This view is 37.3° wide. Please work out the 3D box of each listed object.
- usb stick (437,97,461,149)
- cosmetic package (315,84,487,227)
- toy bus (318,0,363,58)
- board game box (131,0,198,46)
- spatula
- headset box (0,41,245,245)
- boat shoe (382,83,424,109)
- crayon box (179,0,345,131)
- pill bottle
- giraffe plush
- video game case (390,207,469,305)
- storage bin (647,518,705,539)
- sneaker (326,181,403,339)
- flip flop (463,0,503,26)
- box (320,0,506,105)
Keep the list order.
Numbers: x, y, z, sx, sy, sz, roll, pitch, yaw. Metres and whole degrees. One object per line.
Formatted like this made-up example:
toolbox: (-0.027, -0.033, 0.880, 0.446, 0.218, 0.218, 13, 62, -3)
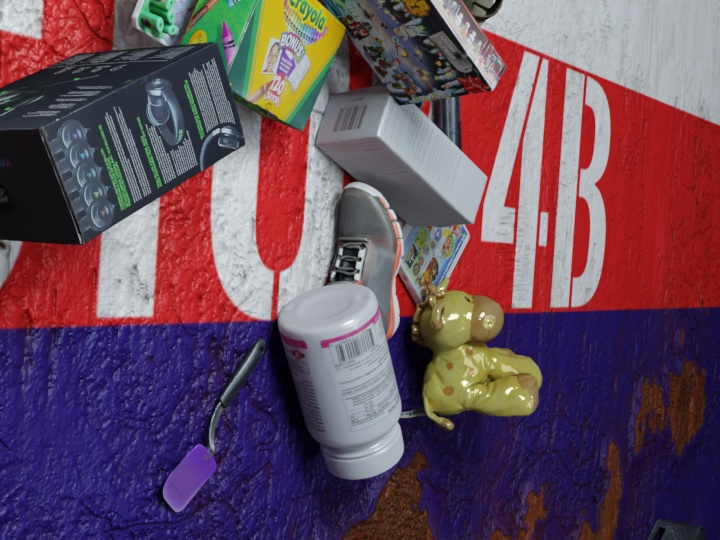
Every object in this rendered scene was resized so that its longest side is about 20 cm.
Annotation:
usb stick: (0.115, -0.226, 1.402, 0.055, 0.032, 0.201, -32, 122, -73)
cosmetic package: (0.051, -0.129, 1.254, 0.200, 0.101, 0.074, 37, 64, -42)
toy bus: (0.033, -0.320, 1.155, 0.136, 0.199, 0.193, -46, 136, -40)
board game box: (-0.118, -0.289, 0.995, 0.201, 0.026, 0.200, -67, 162, 2)
spatula: (-0.146, 0.153, 1.100, 0.201, 0.020, 0.057, -65, 152, -29)
headset box: (-0.224, -0.101, 0.836, 0.200, 0.173, 0.093, -41, 125, -45)
boat shoe: (0.073, -0.244, 1.233, 0.072, 0.200, 0.073, 23, 79, -16)
crayon box: (-0.091, -0.217, 1.023, 0.119, 0.058, 0.200, -67, 161, 3)
pill bottle: (-0.017, 0.126, 1.199, 0.113, 0.113, 0.201, -39, 124, -45)
giraffe plush: (0.131, 0.096, 1.373, 0.199, 0.172, 0.163, -11, 105, -19)
video game case: (0.076, -0.062, 1.386, 0.144, 0.018, 0.200, -60, 137, -31)
storage bin: (0.651, 0.628, 2.193, 0.135, 0.093, 0.201, -45, 127, -42)
sneaker: (0.000, 0.000, 1.239, 0.082, 0.077, 0.201, -27, 115, -48)
flip flop: (0.118, -0.289, 1.095, 0.081, 0.058, 0.200, -49, 169, -5)
box: (0.041, -0.257, 1.079, 0.200, 0.137, 0.040, 48, 60, -31)
